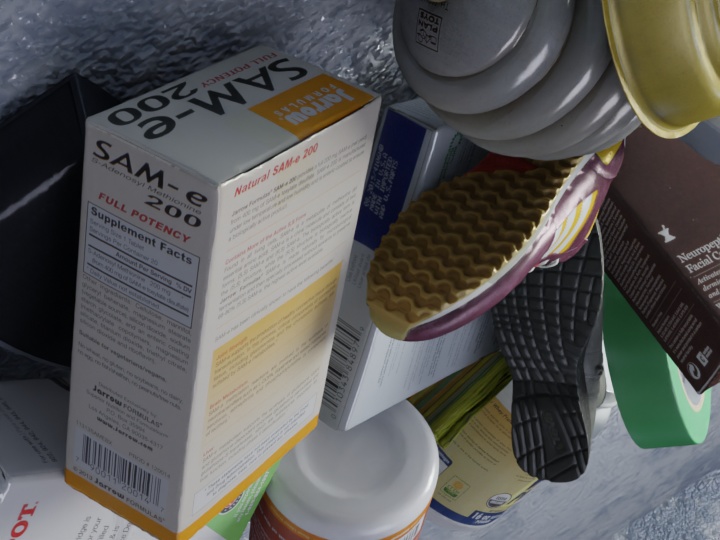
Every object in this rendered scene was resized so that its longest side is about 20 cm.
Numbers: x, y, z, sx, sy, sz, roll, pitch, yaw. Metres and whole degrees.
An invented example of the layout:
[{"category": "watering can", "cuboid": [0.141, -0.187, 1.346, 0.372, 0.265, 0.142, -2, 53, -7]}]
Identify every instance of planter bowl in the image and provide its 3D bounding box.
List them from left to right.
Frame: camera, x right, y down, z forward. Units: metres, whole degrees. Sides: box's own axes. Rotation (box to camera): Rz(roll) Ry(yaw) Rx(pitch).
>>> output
[{"category": "planter bowl", "cuboid": [0.179, -0.156, 0.560, 0.200, 0.083, 0.201, -15, 108, -55]}]

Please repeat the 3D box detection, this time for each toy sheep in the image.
[{"category": "toy sheep", "cuboid": [0.082, -0.119, 0.610, 0.200, 0.138, 0.138, 15, 130, -44]}]

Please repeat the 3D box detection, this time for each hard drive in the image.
[{"category": "hard drive", "cuboid": [-0.139, -0.010, 0.641, 0.135, 0.042, 0.200, -34, 157, 2]}]

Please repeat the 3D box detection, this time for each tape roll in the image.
[{"category": "tape roll", "cuboid": [0.241, 0.042, 1.042, 0.048, 0.201, 0.200, -9, 167, 24]}]

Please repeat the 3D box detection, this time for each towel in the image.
[{"category": "towel", "cuboid": [0.043, 0.085, 0.942, 0.086, 0.018, 0.200, -40, -166, -17]}]

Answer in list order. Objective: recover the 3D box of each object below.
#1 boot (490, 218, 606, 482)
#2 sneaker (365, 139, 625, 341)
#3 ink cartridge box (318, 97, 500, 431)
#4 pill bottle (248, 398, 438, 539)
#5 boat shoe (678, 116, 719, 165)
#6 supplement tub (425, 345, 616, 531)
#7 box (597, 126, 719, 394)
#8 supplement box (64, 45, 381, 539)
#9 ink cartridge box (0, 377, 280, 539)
[{"category": "boot", "cuboid": [0.132, 0.028, 0.851, 0.131, 0.068, 0.200, -53, 145, -60]}, {"category": "sneaker", "cuboid": [0.083, -0.020, 0.696, 0.200, 0.075, 0.090, -46, 144, -22]}, {"category": "ink cartridge box", "cuboid": [0.059, -0.018, 0.783, 0.200, 0.041, 0.200, -19, 133, -51]}, {"category": "pill bottle", "cuboid": [-0.017, 0.169, 0.851, 0.112, 0.112, 0.200, -22, 148, -24]}, {"category": "boat shoe", "cuboid": [0.198, -0.119, 0.736, 0.086, 0.075, 0.202, -49, -169, 8]}, {"category": "supplement tub", "cuboid": [0.120, 0.112, 1.091, 0.144, 0.144, 0.200, -2, 143, -51]}, {"category": "box", "cuboid": [0.212, -0.031, 0.852, 0.100, 0.200, 0.075, -24, 153, -22]}, {"category": "supplement box", "cuboid": [-0.067, 0.011, 0.602, 0.126, 0.073, 0.200, -36, 145, -50]}, {"category": "ink cartridge box", "cuboid": [-0.159, 0.138, 0.714, 0.200, 0.084, 0.146, 3, 120, -51]}]
